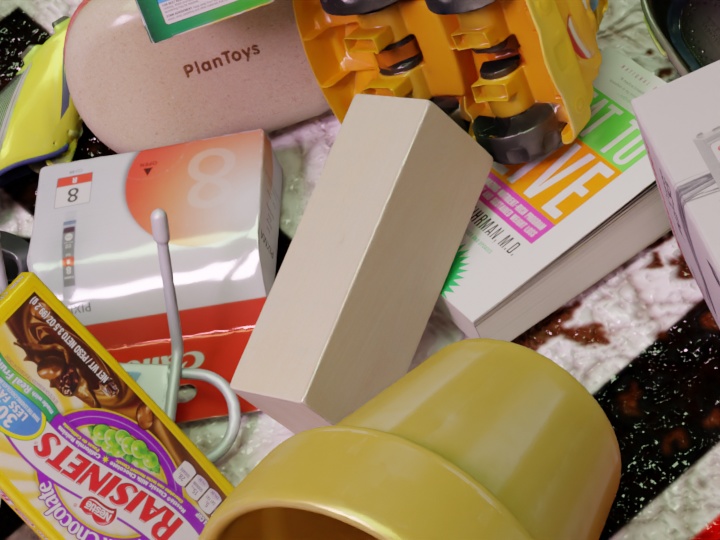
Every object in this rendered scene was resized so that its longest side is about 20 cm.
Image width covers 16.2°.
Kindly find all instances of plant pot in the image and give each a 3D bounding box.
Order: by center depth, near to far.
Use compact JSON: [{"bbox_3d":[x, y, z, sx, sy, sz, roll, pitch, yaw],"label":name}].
[{"bbox_3d":[0.042,0.142,1.358,0.200,0.201,0.189,13,42,28],"label":"plant pot"}]

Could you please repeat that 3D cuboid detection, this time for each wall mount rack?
[{"bbox_3d":[-0.173,0.055,1.546,0.199,0.075,0.174,1,76,18],"label":"wall mount rack"}]

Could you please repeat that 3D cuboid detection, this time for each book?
[{"bbox_3d":[0.118,-0.047,1.573,0.200,0.048,0.134,-36,44,-10],"label":"book"}]

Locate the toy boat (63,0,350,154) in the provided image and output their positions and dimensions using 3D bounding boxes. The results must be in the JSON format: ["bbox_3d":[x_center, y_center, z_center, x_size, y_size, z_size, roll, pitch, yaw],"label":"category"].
[{"bbox_3d":[-0.101,-0.157,1.706,0.199,0.131,0.131,-18,18,5],"label":"toy boat"}]

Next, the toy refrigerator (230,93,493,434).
[{"bbox_3d":[0.000,0.000,1.517,0.070,0.076,0.201,8,70,42],"label":"toy refrigerator"}]

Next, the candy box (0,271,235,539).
[{"bbox_3d":[-0.160,0.107,1.460,0.102,0.200,0.026,-47,15,-16],"label":"candy box"}]

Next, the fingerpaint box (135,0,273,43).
[{"bbox_3d":[-0.055,-0.238,1.593,0.199,0.074,0.167,-18,30,3],"label":"fingerpaint box"}]

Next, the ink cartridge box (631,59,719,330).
[{"bbox_3d":[0.235,-0.003,1.423,0.083,0.147,0.200,-23,48,2],"label":"ink cartridge box"}]

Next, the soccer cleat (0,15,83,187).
[{"bbox_3d":[-0.215,-0.108,1.741,0.084,0.065,0.200,42,67,8],"label":"soccer cleat"}]

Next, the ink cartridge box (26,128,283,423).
[{"bbox_3d":[-0.136,0.008,1.613,0.162,0.050,0.200,-9,48,14],"label":"ink cartridge box"}]

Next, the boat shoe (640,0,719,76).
[{"bbox_3d":[0.240,-0.121,1.558,0.072,0.060,0.202,-55,43,18],"label":"boat shoe"}]

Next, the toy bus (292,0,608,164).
[{"bbox_3d":[0.089,-0.169,1.607,0.200,0.136,0.192,6,36,44],"label":"toy bus"}]

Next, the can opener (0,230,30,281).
[{"bbox_3d":[-0.303,-0.017,1.703,0.200,0.053,0.066,23,29,31],"label":"can opener"}]
